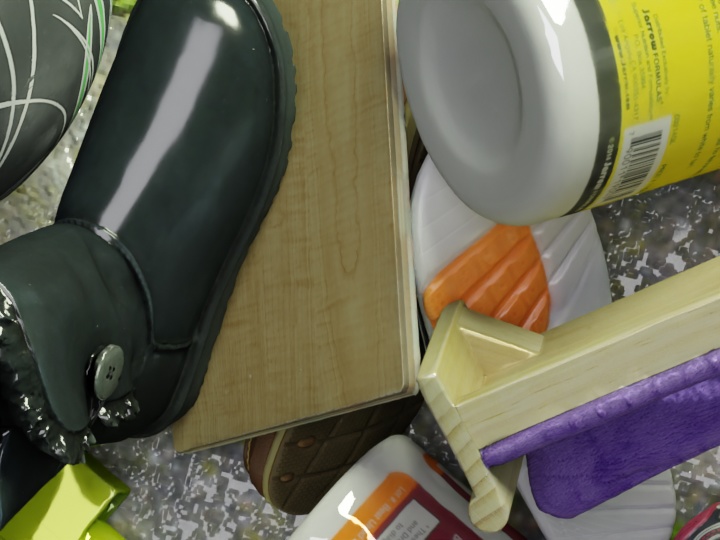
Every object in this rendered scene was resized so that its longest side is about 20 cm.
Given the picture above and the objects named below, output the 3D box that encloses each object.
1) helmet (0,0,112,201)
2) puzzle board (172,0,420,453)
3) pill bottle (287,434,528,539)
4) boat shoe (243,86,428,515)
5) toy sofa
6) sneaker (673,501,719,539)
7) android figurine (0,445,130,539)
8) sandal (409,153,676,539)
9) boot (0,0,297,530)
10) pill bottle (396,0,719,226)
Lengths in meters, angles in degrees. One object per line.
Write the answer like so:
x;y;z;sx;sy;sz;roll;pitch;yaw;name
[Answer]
-0.192;-0.106;1.084;0.189;0.200;0.202;15;89;2;helmet
-0.029;-0.038;1.094;0.150;0.017;0.202;-18;71;50;puzzle board
0.052;0.169;1.080;0.200;0.114;0.114;41;92;8;pill bottle
0.000;0.000;1.126;0.067;0.072;0.201;28;100;41;boat shoe
0.128;0.030;0.997;0.199;0.083;0.098;-24;104;16;toy sofa
0.199;0.168;1.081;0.200;0.075;0.081;45;93;8;sneaker
-0.182;0.098;1.152;0.200;0.041;0.182;41;93;6;android figurine
0.062;0.032;1.102;0.079;0.059;0.208;-28;113;-18;sandal
-0.099;-0.009;1.024;0.076;0.168;0.201;21;108;16;boot
0.122;-0.093;1.030;0.199;0.112;0.113;-17;84;-28;pill bottle
